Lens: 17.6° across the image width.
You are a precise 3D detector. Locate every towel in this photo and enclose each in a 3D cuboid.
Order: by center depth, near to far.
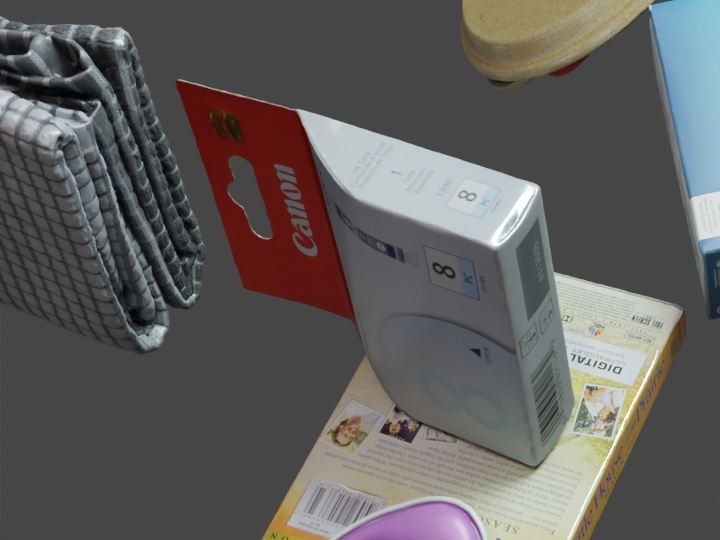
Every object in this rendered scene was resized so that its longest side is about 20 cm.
[{"bbox_3d":[-0.177,-0.058,1.221,0.165,0.200,0.086,21,59,27],"label":"towel"}]

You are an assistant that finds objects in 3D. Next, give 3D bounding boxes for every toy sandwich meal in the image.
[{"bbox_3d":[0.141,-0.172,1.276,0.205,0.070,0.205,-35,32,25],"label":"toy sandwich meal"}]

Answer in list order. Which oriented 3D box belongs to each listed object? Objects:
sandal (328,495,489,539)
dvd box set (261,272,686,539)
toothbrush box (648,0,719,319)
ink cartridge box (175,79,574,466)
[{"bbox_3d":[-0.028,0.173,1.071,0.202,0.050,0.083,-32,67,5],"label":"sandal"},{"bbox_3d":[0.059,0.083,1.155,0.146,0.029,0.200,14,56,24],"label":"dvd box set"},{"bbox_3d":[0.257,-0.074,1.177,0.199,0.085,0.147,-12,64,6],"label":"toothbrush box"},{"bbox_3d":[0.000,0.000,1.112,0.200,0.160,0.047,18,56,26],"label":"ink cartridge box"}]
